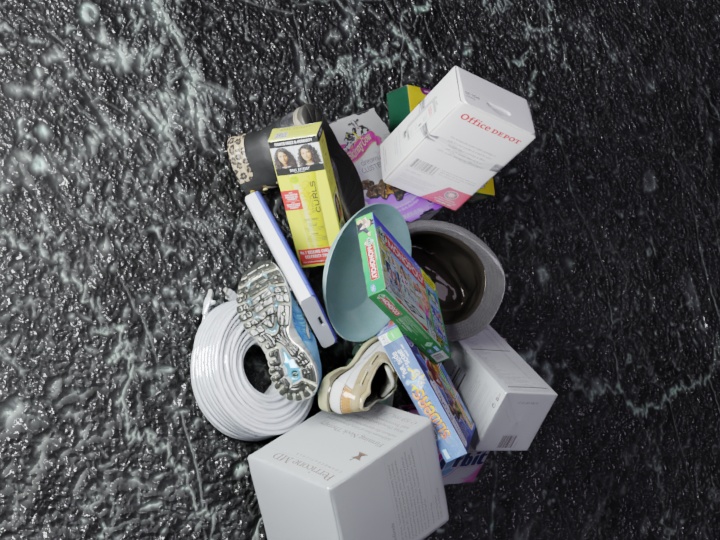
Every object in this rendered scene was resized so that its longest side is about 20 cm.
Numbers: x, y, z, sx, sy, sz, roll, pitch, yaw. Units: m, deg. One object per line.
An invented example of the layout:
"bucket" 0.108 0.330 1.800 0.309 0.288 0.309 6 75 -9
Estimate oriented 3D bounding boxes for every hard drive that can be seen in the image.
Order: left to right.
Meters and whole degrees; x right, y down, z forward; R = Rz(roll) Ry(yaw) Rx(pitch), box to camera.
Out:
"hard drive" -0.097 -0.002 1.627 0.200 0.025 0.132 60 -5 34

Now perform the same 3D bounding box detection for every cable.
"cable" -0.144 0.136 1.623 0.200 0.069 0.200 33 56 -33

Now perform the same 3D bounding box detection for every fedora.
"fedora" 0.111 0.017 1.777 0.200 0.090 0.177 22 82 -5

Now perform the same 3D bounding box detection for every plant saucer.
"plant saucer" 0.000 0.000 1.651 0.201 0.039 0.201 -23 120 -49

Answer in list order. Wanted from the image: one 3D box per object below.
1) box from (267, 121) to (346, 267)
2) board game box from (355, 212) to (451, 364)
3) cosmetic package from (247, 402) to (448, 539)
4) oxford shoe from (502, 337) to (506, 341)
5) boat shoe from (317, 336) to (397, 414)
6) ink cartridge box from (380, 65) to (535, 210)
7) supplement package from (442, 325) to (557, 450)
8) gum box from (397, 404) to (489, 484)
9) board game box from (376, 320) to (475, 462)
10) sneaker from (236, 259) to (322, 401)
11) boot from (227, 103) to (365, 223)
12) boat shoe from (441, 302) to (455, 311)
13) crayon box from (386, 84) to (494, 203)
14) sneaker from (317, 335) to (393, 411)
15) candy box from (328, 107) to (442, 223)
"box" -0.070 -0.104 1.634 0.050 0.075 0.200 -77 158 -59
"board game box" 0.060 0.027 1.609 0.200 0.029 0.135 46 28 -47
"cosmetic package" -0.013 0.297 1.588 0.200 0.167 0.166 -28 117 -38
"oxford shoe" 0.159 0.120 1.923 0.200 0.073 0.071 -1 79 -44
"boat shoe" 0.018 0.151 1.632 0.200 0.068 0.075 -36 131 -54
"ink cartridge box" 0.145 -0.196 1.767 0.146 0.200 0.083 20 46 -28
"supplement package" 0.184 0.171 1.789 0.114 0.110 0.200 7 28 -37
"gum box" 0.122 0.269 1.805 0.200 0.114 0.066 4 30 -44
"board game box" 0.095 0.158 1.642 0.200 0.034 0.135 62 13 -2
"sneaker" -0.107 0.083 1.590 0.090 0.078 0.200 14 56 -75
"boot" -0.092 -0.137 1.700 0.200 0.151 0.073 59 33 -29
"boat shoe" 0.157 0.053 1.914 0.073 0.065 0.200 58 25 -5
"crayon box" 0.140 -0.215 2.018 0.200 0.058 0.173 6 75 -43
"sneaker" -0.005 0.150 1.732 0.118 0.074 0.201 2 92 -43
"candy box" 0.006 -0.140 1.816 0.168 0.072 0.200 -26 79 -45
